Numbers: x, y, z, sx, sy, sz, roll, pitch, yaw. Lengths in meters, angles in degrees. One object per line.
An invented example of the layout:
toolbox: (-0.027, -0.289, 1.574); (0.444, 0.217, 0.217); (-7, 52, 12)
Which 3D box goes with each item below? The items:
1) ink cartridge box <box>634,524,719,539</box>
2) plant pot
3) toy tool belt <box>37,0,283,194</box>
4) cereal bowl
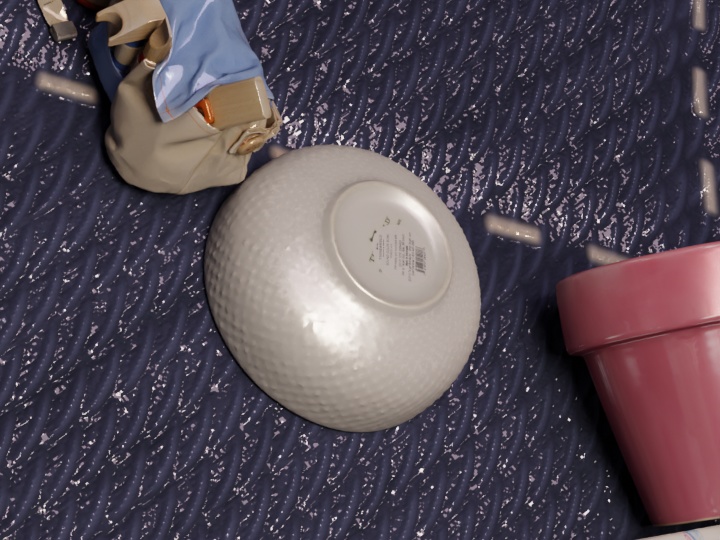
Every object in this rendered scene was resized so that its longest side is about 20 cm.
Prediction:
ink cartridge box: (0.218, 0.253, 1.570); (0.199, 0.086, 0.148); (-3, 65, -36)
plant pot: (0.247, 0.078, 1.634); (0.199, 0.200, 0.180); (-7, 84, -36)
toy tool belt: (-0.122, -0.157, 1.546); (0.124, 0.123, 0.201); (-15, 70, -34)
cereal bowl: (0.000, 0.000, 1.572); (0.199, 0.083, 0.201); (16, 56, -25)
